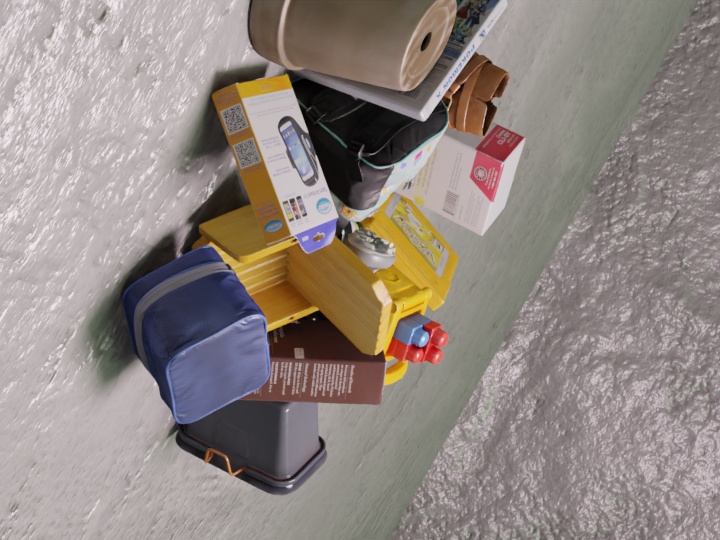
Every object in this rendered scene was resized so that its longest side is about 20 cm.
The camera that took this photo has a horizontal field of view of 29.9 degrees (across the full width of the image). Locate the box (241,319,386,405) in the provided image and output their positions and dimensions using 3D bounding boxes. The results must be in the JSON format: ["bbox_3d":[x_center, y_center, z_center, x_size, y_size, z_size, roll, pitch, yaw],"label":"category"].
[{"bbox_3d":[-0.071,0.118,1.761,0.100,0.199,0.075,-103,-160,-59],"label":"box"}]

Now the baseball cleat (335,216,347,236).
[{"bbox_3d":[-0.019,-0.099,1.759,0.200,0.106,0.070,-95,168,-69],"label":"baseball cleat"}]

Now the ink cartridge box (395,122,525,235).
[{"bbox_3d":[0.124,-0.165,1.982,0.083,0.199,0.146,-49,160,-41],"label":"ink cartridge box"}]

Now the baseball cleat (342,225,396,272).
[{"bbox_3d":[0.000,0.000,1.703,0.200,0.070,0.107,-43,158,-84],"label":"baseball cleat"}]

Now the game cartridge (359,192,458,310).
[{"bbox_3d":[0.074,-0.044,2.011,0.032,0.176,0.200,-38,-171,18],"label":"game cartridge"}]

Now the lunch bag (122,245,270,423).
[{"bbox_3d":[-0.193,0.074,1.578,0.135,0.133,0.200,-26,152,-19],"label":"lunch bag"}]

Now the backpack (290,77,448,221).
[{"bbox_3d":[0.003,-0.171,1.669,0.200,0.176,0.154,-41,163,-38],"label":"backpack"}]

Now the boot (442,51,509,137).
[{"bbox_3d":[0.101,-0.209,1.785,0.077,0.155,0.201,-10,127,-66],"label":"boot"}]

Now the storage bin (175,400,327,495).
[{"bbox_3d":[-0.152,0.193,1.823,0.145,0.199,0.135,-39,143,-47],"label":"storage bin"}]

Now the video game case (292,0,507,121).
[{"bbox_3d":[0.043,-0.275,1.578,0.183,0.200,0.022,-55,145,-16],"label":"video game case"}]

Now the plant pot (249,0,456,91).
[{"bbox_3d":[0.005,-0.288,1.488,0.200,0.173,0.200,-53,162,-25],"label":"plant pot"}]

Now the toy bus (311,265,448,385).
[{"bbox_3d":[0.022,0.094,1.883,0.136,0.192,0.201,-22,137,-57],"label":"toy bus"}]

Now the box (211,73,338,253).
[{"bbox_3d":[-0.090,-0.116,1.512,0.119,0.041,0.201,-25,98,-61],"label":"box"}]

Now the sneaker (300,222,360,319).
[{"bbox_3d":[-0.075,-0.005,1.903,0.200,0.072,0.083,-58,156,-4],"label":"sneaker"}]

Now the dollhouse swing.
[{"bbox_3d":[-0.085,0.036,1.638,0.181,0.176,0.200,-23,154,-17],"label":"dollhouse swing"}]
